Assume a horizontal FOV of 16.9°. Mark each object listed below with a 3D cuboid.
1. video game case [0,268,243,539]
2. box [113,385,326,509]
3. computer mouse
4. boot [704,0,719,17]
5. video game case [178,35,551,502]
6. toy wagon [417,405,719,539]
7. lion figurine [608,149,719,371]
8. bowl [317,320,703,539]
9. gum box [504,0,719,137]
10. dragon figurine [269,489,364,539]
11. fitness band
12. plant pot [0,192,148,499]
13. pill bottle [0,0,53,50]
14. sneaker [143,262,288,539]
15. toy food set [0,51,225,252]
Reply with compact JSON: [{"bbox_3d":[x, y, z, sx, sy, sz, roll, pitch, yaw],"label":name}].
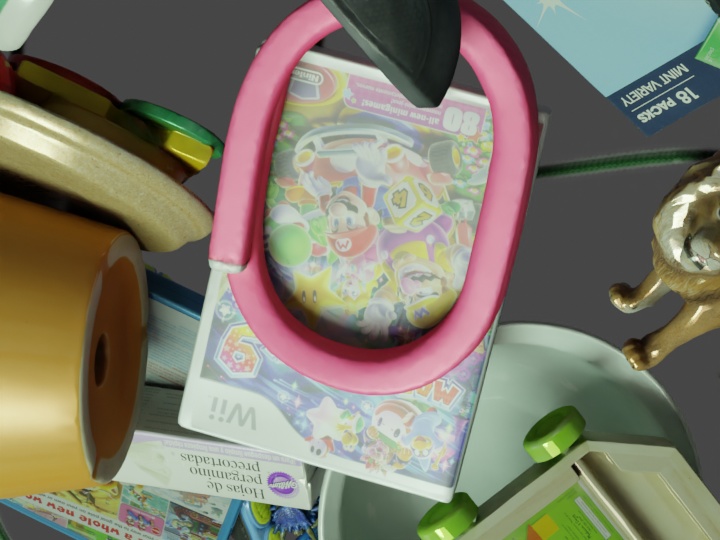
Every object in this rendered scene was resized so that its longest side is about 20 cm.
[{"bbox_3d":[-0.122,0.081,1.307,0.143,0.018,0.200,25,131,4],"label":"video game case"},{"bbox_3d":[-0.113,0.086,1.268,0.200,0.041,0.039,6,127,19],"label":"box"},{"bbox_3d":[-0.015,-0.155,1.036,0.053,0.139,0.200,-40,110,6],"label":"computer mouse"},{"bbox_3d":[0.158,-0.187,0.907,0.162,0.073,0.198,41,102,-14],"label":"boot"},{"bbox_3d":[0.000,0.000,1.179,0.143,0.018,0.200,15,104,8],"label":"video game case"},{"bbox_3d":[0.094,0.170,1.216,0.200,0.040,0.155,-38,102,1],"label":"toy wagon"},{"bbox_3d":[0.202,0.020,1.167,0.200,0.073,0.122,31,127,-31],"label":"lion figurine"},{"bbox_3d":[0.073,0.117,1.270,0.201,0.090,0.201,-1,99,-6],"label":"bowl"},{"bbox_3d":[0.118,-0.165,1.014,0.200,0.045,0.170,41,135,-19],"label":"gum box"},{"bbox_3d":[-0.010,0.155,1.368,0.059,0.099,0.200,9,137,15],"label":"dragon figurine"},{"bbox_3d":[0.007,-0.039,1.137,0.143,0.037,0.200,14,107,10],"label":"fitness band"},{"bbox_3d":[-0.207,0.035,1.187,0.183,0.200,0.200,4,136,10],"label":"plant pot"},{"bbox_3d":[-0.210,-0.194,1.075,0.200,0.113,0.113,32,138,-12],"label":"pill bottle"},{"bbox_3d":[-0.101,0.077,1.354,0.083,0.071,0.200,-17,120,40],"label":"sneaker"},{"bbox_3d":[-0.156,-0.063,1.187,0.198,0.049,0.200,25,168,-11],"label":"toy food set"}]
